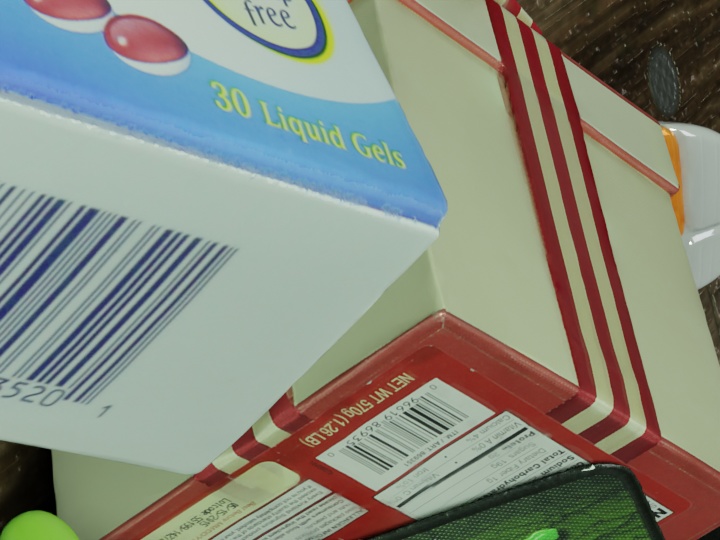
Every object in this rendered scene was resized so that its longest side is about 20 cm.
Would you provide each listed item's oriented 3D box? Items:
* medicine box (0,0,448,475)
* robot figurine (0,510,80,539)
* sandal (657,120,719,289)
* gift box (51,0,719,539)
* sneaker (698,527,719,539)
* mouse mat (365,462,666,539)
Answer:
[{"bbox_3d":[-0.104,-0.071,0.576,0.181,0.103,0.201,15,40,-46],"label":"medicine box"},{"bbox_3d":[-0.064,0.165,0.715,0.175,0.116,0.201,-34,124,-13],"label":"robot figurine"},{"bbox_3d":[0.063,-0.027,1.034,0.205,0.059,0.080,-7,118,-23],"label":"sandal"},{"bbox_3d":[0.000,0.000,0.810,0.200,0.184,0.188,37,32,-42],"label":"gift box"},{"bbox_3d":[0.100,0.061,1.017,0.067,0.201,0.109,1,74,-23],"label":"sneaker"},{"bbox_3d":[0.011,0.132,0.816,0.161,0.199,0.008,60,12,-49],"label":"mouse mat"}]
